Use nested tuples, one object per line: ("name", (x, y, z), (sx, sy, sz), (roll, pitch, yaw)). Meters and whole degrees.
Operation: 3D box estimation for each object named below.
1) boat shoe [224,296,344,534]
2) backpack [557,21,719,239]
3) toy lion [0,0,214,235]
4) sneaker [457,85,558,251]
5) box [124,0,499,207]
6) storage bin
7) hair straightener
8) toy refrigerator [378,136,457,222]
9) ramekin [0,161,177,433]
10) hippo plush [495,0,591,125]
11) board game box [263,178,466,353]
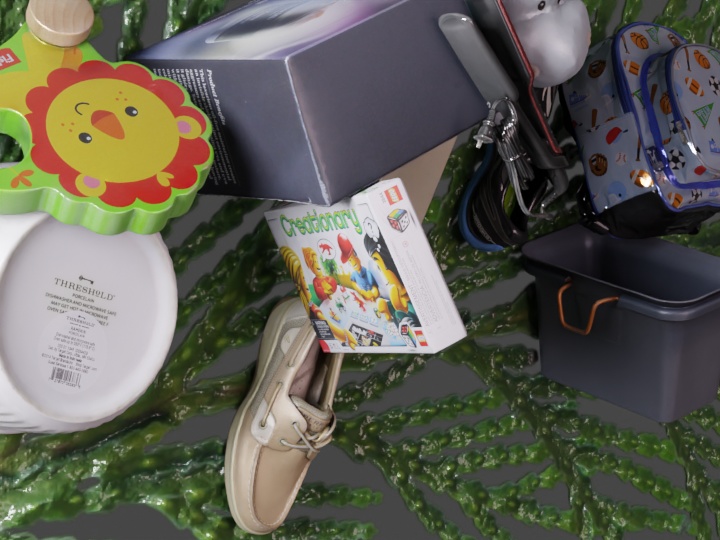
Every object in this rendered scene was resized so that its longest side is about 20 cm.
("boat shoe", (-0.056, 0.121, 1.514), (0.072, 0.065, 0.200), (21, 81, -42))
("backpack", (0.273, -0.136, 1.711), (0.200, 0.154, 0.191), (-3, 66, -56))
("toy lion", (-0.208, -0.095, 1.269), (0.200, 0.069, 0.192), (-28, 69, -37))
("sneaker", (0.151, -0.110, 1.666), (0.071, 0.083, 0.200), (26, 76, -42))
("box", (-0.034, -0.145, 1.411), (0.200, 0.198, 0.123), (-31, 116, -37))
("storage bin", (0.245, 0.053, 1.708), (0.145, 0.200, 0.135), (-20, 118, -40))
("hair straightener", (0.105, -0.112, 1.389), (0.077, 0.041, 0.200), (-46, 128, -30))
("toy refrigerator", (0.038, -0.123, 1.564), (0.070, 0.076, 0.200), (34, 72, -40))
("ramekin", (-0.224, 0.024, 1.319), (0.200, 0.105, 0.201), (-7, 100, -43))
("hippo plush", (0.126, -0.219, 1.473), (0.159, 0.161, 0.200), (-21, 99, -33))
("board game box", (0.000, 0.000, 1.400), (0.035, 0.200, 0.126), (-27, 98, -23))
